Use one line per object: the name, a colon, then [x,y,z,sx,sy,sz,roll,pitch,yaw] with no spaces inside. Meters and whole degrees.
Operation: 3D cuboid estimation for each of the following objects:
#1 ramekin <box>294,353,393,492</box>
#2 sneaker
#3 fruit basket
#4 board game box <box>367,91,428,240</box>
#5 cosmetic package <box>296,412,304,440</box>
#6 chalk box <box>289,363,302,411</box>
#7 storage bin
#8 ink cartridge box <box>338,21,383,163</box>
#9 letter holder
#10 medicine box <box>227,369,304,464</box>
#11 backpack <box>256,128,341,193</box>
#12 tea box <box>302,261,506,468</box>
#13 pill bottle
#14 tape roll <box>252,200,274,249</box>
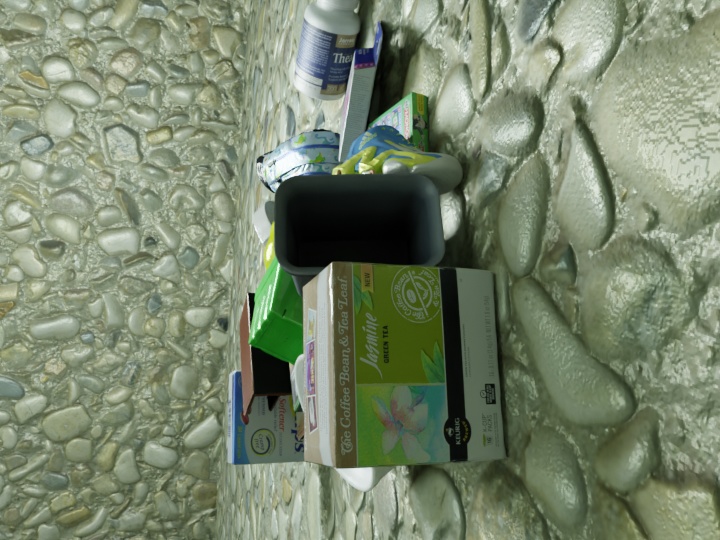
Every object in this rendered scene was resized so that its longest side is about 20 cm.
ramekin: [-0.002,0.190,0.871,0.200,0.096,0.204,43,145,40]
sneaker: [0.049,-0.153,0.824,0.197,0.076,0.107,2,63,34]
fruit basket: [-0.087,0.016,0.947,0.218,0.153,0.216,-61,10,19]
board game box: [0.053,-0.137,0.918,0.134,0.029,0.205,-17,71,60]
cosmetic package: [-0.078,0.213,1.205,0.104,0.085,0.204,122,145,-57]
chalk box: [-0.050,0.164,1.078,0.125,0.121,0.203,116,150,-47]
storage bin: [-0.007,-0.039,0.787,0.135,0.195,0.149,100,167,-66]
ink cartridge box: [-0.002,-0.304,1.048,0.197,0.042,0.204,-90,10,-64]
letter holder: [-0.177,0.167,1.215,0.143,0.098,0.204,122,145,-54]
medicine box: [-0.175,0.304,1.309,0.103,0.195,0.187,142,128,-68]
backpack: [-0.093,-0.202,1.222,0.199,0.161,0.157,-34,56,46]
tea box: [0.041,0.107,0.695,0.133,0.192,0.205,145,124,-67]
pill bottle: [-0.061,-0.442,1.202,0.112,0.108,0.203,-109,28,-47]
tape roll: [-0.135,-0.052,1.261,0.037,0.202,0.204,-38,38,14]
